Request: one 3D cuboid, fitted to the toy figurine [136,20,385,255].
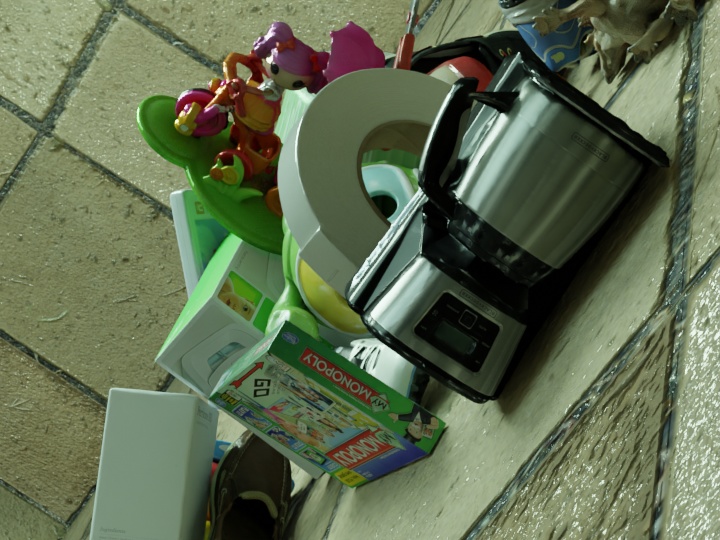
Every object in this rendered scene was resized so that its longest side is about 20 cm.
[{"bbox_3d":[-0.061,-0.141,1.671,0.184,0.200,0.150,-49,10,34],"label":"toy figurine"}]

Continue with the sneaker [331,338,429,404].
[{"bbox_3d":[0.010,0.082,1.516,0.200,0.072,0.072,140,153,-74],"label":"sneaker"}]

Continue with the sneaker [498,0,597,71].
[{"bbox_3d":[0.177,-0.213,1.717,0.076,0.077,0.200,-28,-1,27],"label":"sneaker"}]

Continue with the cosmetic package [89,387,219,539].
[{"bbox_3d":[-0.176,0.205,1.686,0.113,0.081,0.200,56,-139,-79],"label":"cosmetic package"}]

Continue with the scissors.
[{"bbox_3d":[0.043,-0.199,1.668,0.073,0.014,0.200,-124,49,-80],"label":"scissors"}]

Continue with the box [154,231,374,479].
[{"bbox_3d":[-0.056,0.050,1.718,0.097,0.176,0.200,-47,10,34],"label":"box"}]

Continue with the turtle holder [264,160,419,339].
[{"bbox_3d":[0.002,-0.011,1.598,0.132,0.185,0.141,-163,65,-68],"label":"turtle holder"}]

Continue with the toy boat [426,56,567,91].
[{"bbox_3d":[0.116,-0.120,1.643,0.131,0.131,0.200,-27,3,-9],"label":"toy boat"}]

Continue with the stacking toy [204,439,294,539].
[{"bbox_3d":[-0.143,0.259,1.771,0.110,0.116,0.200,129,161,-60],"label":"stacking toy"}]

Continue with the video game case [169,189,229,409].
[{"bbox_3d":[-0.092,0.020,1.851,0.022,0.200,0.182,-13,-3,38],"label":"video game case"}]

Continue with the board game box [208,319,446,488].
[{"bbox_3d":[-0.029,0.101,1.453,0.029,0.134,0.200,-59,6,-20],"label":"board game box"}]

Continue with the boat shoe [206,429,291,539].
[{"bbox_3d":[-0.090,0.209,1.687,0.075,0.075,0.203,-51,20,45],"label":"boat shoe"}]

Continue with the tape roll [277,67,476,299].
[{"bbox_3d":[0.038,-0.052,1.410,0.037,0.203,0.203,-49,10,49],"label":"tape roll"}]

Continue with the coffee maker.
[{"bbox_3d":[0.095,-0.026,1.286,0.200,0.135,0.192,-54,-13,8],"label":"coffee maker"}]

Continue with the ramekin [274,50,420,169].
[{"bbox_3d":[0.016,-0.127,1.850,0.200,0.200,0.098,-69,-8,-62],"label":"ramekin"}]

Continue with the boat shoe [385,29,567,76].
[{"bbox_3d":[0.106,-0.172,1.772,0.063,0.201,0.074,12,110,59],"label":"boat shoe"}]

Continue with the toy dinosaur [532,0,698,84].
[{"bbox_3d":[0.212,-0.220,1.480,0.200,0.086,0.136,-45,5,35],"label":"toy dinosaur"}]
